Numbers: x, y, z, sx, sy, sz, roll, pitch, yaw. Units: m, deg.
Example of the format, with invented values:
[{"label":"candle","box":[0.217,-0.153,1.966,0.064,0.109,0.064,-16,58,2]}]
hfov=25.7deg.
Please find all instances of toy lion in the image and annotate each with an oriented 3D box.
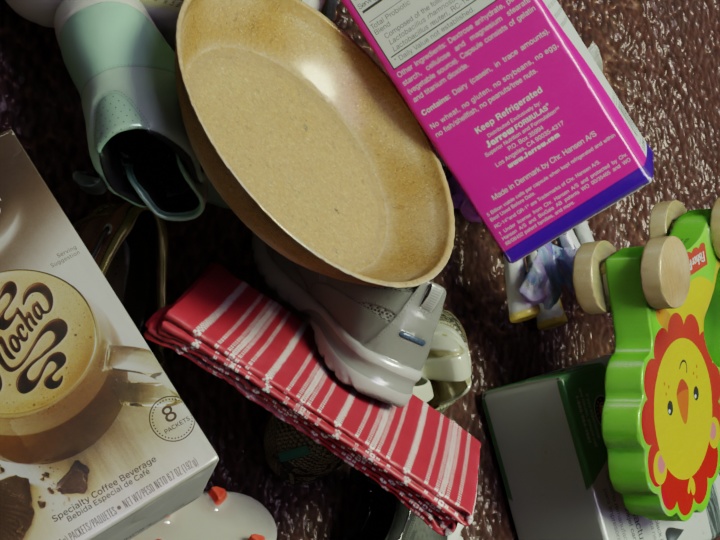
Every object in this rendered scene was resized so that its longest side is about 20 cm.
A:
[{"label":"toy lion","box":[0.211,0.062,1.055,0.200,0.068,0.194,-25,108,-54]}]

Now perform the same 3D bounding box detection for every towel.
[{"label":"towel","box":[-0.021,0.067,0.881,0.199,0.023,0.145,34,13,-1]}]

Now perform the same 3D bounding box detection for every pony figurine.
[{"label":"pony figurine","box":[0.108,-0.067,1.089,0.193,0.165,0.202,14,59,-71]}]

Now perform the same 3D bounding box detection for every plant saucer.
[{"label":"plant saucer","box":[-0.031,-0.068,0.857,0.199,0.035,0.201,33,37,-28]}]

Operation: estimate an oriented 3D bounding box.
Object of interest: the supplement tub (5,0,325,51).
[{"label":"supplement tub","box":[-0.126,-0.203,0.915,0.199,0.144,0.146,9,71,-39]}]

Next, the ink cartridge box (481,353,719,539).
[{"label":"ink cartridge box","box":[0.195,0.130,1.125,0.199,0.083,0.148,-13,86,-43]}]

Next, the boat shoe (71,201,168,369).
[{"label":"boat shoe","box":[-0.146,0.056,0.867,0.072,0.068,0.202,16,67,-36]}]

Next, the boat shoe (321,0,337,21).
[{"label":"boat shoe","box":[-0.039,-0.221,1.048,0.074,0.065,0.204,25,61,-32]}]

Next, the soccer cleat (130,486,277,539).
[{"label":"soccer cleat","box":[-0.130,0.180,0.839,0.199,0.078,0.069,-27,62,-37]}]

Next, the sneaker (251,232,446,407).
[{"label":"sneaker","box":[0.000,0.000,0.943,0.074,0.200,0.082,25,105,-36]}]

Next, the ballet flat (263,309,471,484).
[{"label":"ballet flat","box":[0.025,0.077,1.002,0.199,0.075,0.068,-29,98,-42]}]

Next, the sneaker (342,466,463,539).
[{"label":"sneaker","box":[0.022,0.199,0.964,0.090,0.066,0.202,4,83,-33]}]

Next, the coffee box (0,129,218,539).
[{"label":"coffee box","box":[-0.173,0.048,0.785,0.113,0.080,0.201,-30,78,-23]}]

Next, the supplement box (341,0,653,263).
[{"label":"supplement box","box":[0.082,-0.121,0.948,0.201,0.103,0.101,58,16,-5]}]

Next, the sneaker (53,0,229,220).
[{"label":"sneaker","box":[-0.102,-0.058,0.891,0.200,0.073,0.119,45,24,-53]}]
